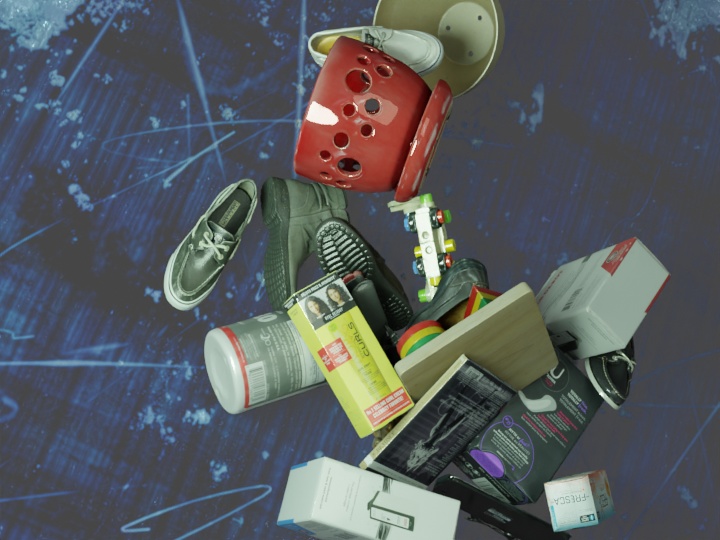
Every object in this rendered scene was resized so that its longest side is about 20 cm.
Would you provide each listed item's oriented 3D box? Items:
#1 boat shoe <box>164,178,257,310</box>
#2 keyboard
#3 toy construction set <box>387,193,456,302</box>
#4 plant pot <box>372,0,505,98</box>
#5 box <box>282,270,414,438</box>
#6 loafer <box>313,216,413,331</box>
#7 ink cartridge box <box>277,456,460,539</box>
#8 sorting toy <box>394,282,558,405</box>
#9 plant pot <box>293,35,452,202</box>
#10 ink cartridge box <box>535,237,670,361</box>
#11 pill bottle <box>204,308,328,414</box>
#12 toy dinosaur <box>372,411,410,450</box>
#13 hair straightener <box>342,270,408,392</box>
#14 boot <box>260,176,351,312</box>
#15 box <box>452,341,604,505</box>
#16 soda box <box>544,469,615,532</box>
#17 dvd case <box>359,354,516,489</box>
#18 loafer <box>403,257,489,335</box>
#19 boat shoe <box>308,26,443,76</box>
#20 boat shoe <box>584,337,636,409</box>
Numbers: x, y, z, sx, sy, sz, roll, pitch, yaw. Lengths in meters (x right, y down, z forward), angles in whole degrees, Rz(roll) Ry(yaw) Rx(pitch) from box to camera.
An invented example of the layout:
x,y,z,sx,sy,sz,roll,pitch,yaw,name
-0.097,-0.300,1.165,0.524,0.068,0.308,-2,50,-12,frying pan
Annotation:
x,y,z,sx,sy,sz,roll,pitch,yaw,name
-0.201,-0.040,1.647,0.070,0.064,0.202,31,67,-12,boat shoe
0.190,0.327,1.692,0.198,0.104,0.040,29,57,-10,keyboard
0.106,-0.035,1.743,0.091,0.131,0.202,-26,85,19,toy construction set
0.134,-0.356,1.817,0.134,0.199,0.202,-19,82,-62,plant pot
-0.016,0.107,1.563,0.075,0.050,0.202,-27,85,-26,box
0.000,0.000,1.702,0.072,0.072,0.201,-29,118,13,loafer
0.010,0.318,1.592,0.198,0.146,0.085,20,69,-17,ink cartridge box
0.146,0.107,1.616,0.199,0.199,0.070,-32,52,-2,sorting toy
0.020,-0.197,1.683,0.181,0.201,0.202,22,68,3,plant pot
0.332,0.050,1.767,0.083,0.200,0.147,43,65,-9,ink cartridge box
-0.097,0.109,1.622,0.198,0.114,0.115,-16,82,-25,pill bottle
0.050,0.210,1.684,0.107,0.060,0.199,55,32,10,toy dinosaur
0.029,0.100,1.668,0.041,0.077,0.202,-25,117,-16,hair straightener
-0.067,-0.037,1.704,0.129,0.068,0.203,3,76,-27,boot
0.234,0.219,1.732,0.122,0.106,0.200,44,65,-8,box
0.306,0.317,1.691,0.063,0.200,0.069,-14,79,17,soda box
0.104,0.207,1.609,0.200,0.016,0.148,-48,141,7,dvd case
0.114,0.080,1.681,0.072,0.201,0.073,16,29,-20,loafer
0.019,-0.319,1.753,0.197,0.070,0.072,8,86,17,boat shoe
0.371,0.130,1.775,0.074,0.060,0.200,48,22,-10,boat shoe
